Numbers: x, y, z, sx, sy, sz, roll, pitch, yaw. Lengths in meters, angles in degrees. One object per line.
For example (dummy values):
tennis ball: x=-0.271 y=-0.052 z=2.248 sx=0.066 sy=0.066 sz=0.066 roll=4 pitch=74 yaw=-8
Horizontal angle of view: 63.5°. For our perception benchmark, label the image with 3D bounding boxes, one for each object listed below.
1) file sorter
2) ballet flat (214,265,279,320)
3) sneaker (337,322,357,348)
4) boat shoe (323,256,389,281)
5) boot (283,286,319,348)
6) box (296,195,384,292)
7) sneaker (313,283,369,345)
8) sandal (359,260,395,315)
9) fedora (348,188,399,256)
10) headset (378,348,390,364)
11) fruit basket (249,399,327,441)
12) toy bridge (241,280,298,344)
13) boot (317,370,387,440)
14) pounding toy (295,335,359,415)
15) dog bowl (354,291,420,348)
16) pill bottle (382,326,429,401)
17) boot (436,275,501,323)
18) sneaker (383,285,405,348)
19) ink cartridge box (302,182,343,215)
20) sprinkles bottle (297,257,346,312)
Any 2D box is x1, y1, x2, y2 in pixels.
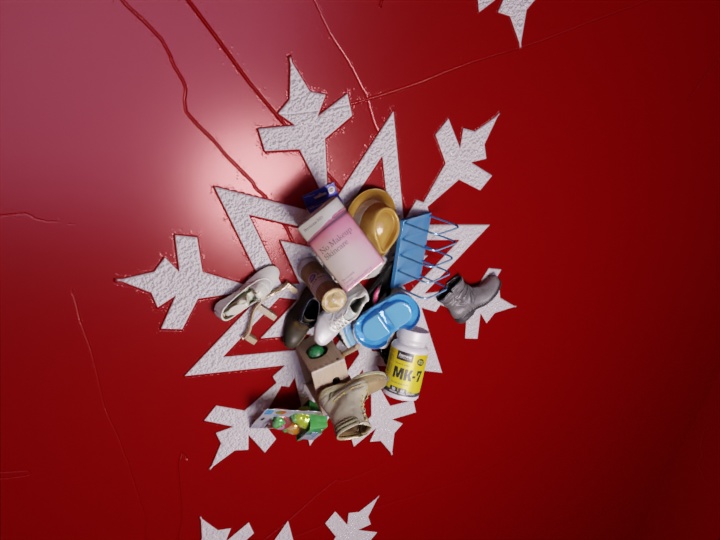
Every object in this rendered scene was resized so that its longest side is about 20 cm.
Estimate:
file sorter: x=0.183 y=-0.041 z=1.618 sx=0.138 sy=0.122 sz=0.203 roll=-20 pitch=124 yaw=-48
ballet flat: x=-0.286 y=0.066 z=1.502 sx=0.199 sy=0.069 sz=0.070 roll=-35 pitch=124 yaw=-7
sneaker: x=-0.037 y=0.141 z=1.653 sx=0.089 sy=0.078 sz=0.202 roll=-28 pitch=123 yaw=-15
boat shoe: x=0.000 y=0.000 z=1.605 sx=0.197 sy=0.070 sz=0.072 roll=-5 pitch=116 yaw=-27
boot: x=-0.160 y=0.134 z=1.567 sx=0.074 sy=0.097 sz=0.202 roll=23 pitch=102 yaw=-10
box: x=-0.051 y=-0.068 z=1.446 sx=0.127 sy=0.109 sz=0.201 roll=-38 pitch=101 yaw=0
sneaker: x=-0.053 y=0.119 z=1.557 sx=0.070 sy=0.080 sz=0.201 roll=38 pitch=88 yaw=-29
sandal: x=0.058 y=0.063 z=1.658 sx=0.075 sy=0.045 sz=0.201 roll=5 pitch=123 yaw=-52
fedora: x=0.046 y=-0.112 z=1.546 sx=0.199 sy=0.081 sz=0.204 roll=-13 pitch=111 yaw=-35
headset: x=0.123 y=0.261 z=1.804 sx=0.122 sy=0.094 sz=0.203 roll=-22 pitch=106 yaw=-10
fruit basket: x=-0.201 y=0.438 z=1.671 sx=0.197 sy=0.095 sz=0.185 roll=3 pitch=150 yaw=-26
toy bridge: x=-0.255 y=0.109 z=1.560 sx=0.067 sy=0.027 sz=0.201 roll=38 pitch=94 yaw=-31
boot: x=0.003 y=0.353 z=1.522 sx=0.197 sy=0.155 sz=0.073 roll=-17 pitch=129 yaw=-17
pounding toy: x=-0.082 y=0.268 z=1.624 sx=0.141 sy=0.184 sz=0.202 roll=-21 pitch=121 yaw=-16
dog bowl: x=0.074 y=0.135 z=1.631 sx=0.199 sy=0.050 sz=0.112 roll=-33 pitch=105 yaw=12
pill bottle: x=0.135 y=0.266 z=1.700 sx=0.113 sy=0.114 sz=0.203 roll=8 pitch=98 yaw=-28
boot: x=0.340 y=0.060 z=1.805 sx=0.200 sy=0.070 sz=0.132 roll=-44 pitch=119 yaw=-6
sneaker: x=0.085 y=0.139 z=1.696 sx=0.074 sy=0.081 sz=0.203 roll=13 pitch=103 yaw=-16
ink cartridge box: x=-0.078 y=-0.121 z=1.534 sx=0.094 sy=0.037 sz=0.202 roll=-25 pitch=120 yaw=-13
sprinkles bottle: x=-0.101 y=0.035 z=1.495 sx=0.067 sy=0.200 sz=0.069 roll=-11 pitch=118 yaw=-21
